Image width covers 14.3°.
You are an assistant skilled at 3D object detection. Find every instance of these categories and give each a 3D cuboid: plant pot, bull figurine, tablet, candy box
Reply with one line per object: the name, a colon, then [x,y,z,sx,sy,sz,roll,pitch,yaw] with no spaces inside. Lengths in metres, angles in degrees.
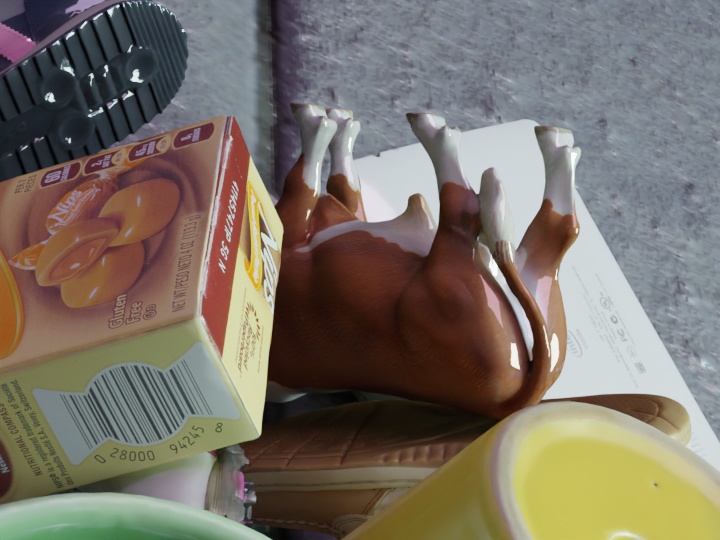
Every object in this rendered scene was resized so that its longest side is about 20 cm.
plant pot: [0.045,0.151,0.944,0.201,0.189,0.201,25,33,-18]
bull figurine: [0.000,0.000,1.081,0.200,0.122,0.065,7,2,40]
tablet: [0.078,0.033,1.158,0.130,0.014,0.200,-16,72,-46]
candy box: [-0.129,0.026,0.934,0.116,0.200,0.055,-86,157,-55]

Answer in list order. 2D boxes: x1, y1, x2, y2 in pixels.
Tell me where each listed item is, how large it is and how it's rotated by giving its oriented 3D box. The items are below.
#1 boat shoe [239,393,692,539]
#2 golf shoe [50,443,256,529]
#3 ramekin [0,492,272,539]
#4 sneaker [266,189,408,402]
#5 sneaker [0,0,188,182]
boat shoe: [0.029,0.089,1.059,0.074,0.200,0.069,-35,117,-57]
golf shoe: [-0.094,0.082,0.951,0.092,0.073,0.200,7,2,-20]
ramekin: [-0.080,0.170,0.804,0.200,0.098,0.200,6,70,-18]
sneaker: [0.012,0.011,1.198,0.200,0.085,0.077,39,30,4]
sneaker: [-0.168,-0.060,1.088,0.200,0.070,0.082,-22,34,-22]
